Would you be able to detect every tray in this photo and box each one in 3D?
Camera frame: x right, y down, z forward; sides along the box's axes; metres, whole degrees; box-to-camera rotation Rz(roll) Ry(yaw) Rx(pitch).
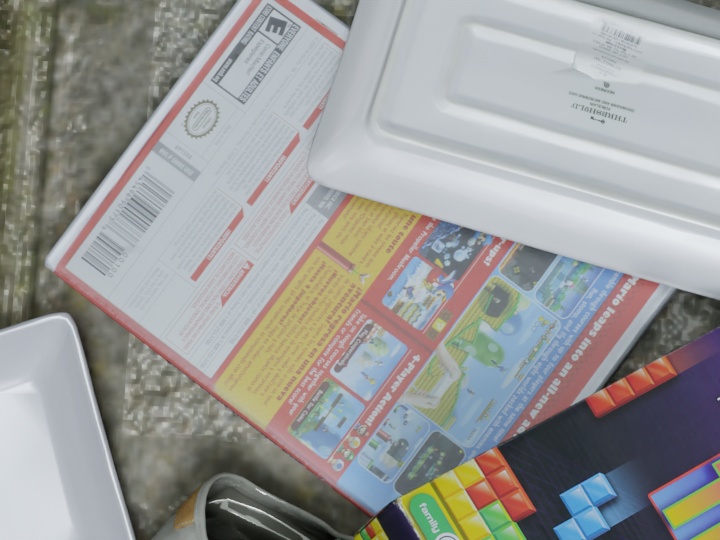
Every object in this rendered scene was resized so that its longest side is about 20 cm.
[{"bbox_3d":[-0.188,0.095,1.061,0.199,0.022,0.108,-17,82,5],"label":"tray"},{"bbox_3d":[0.089,-0.058,1.026,0.199,0.022,0.108,16,75,5],"label":"tray"}]

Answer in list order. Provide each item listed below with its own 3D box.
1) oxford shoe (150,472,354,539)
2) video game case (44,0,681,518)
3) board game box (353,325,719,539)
[{"bbox_3d":[0.012,0.131,1.003,0.200,0.075,0.058,25,113,12],"label":"oxford shoe"},{"bbox_3d":[0.000,0.000,1.051,0.200,0.017,0.143,37,89,10],"label":"video game case"},{"bbox_3d":[0.119,0.136,0.967,0.165,0.057,0.200,-27,80,-24],"label":"board game box"}]
